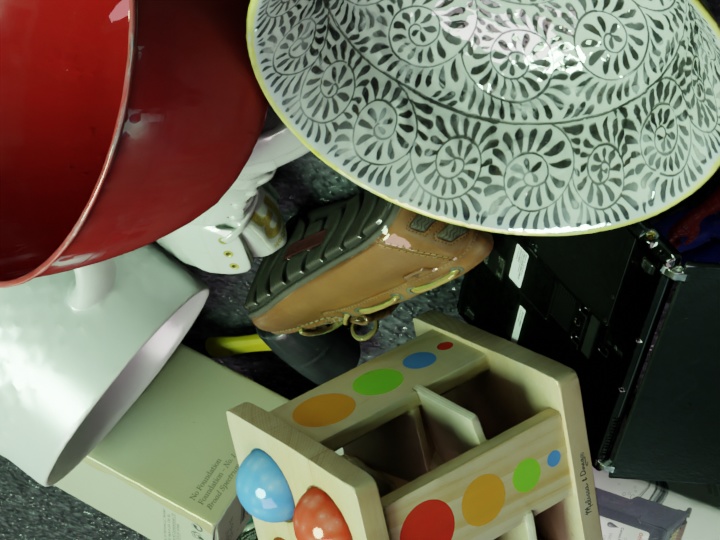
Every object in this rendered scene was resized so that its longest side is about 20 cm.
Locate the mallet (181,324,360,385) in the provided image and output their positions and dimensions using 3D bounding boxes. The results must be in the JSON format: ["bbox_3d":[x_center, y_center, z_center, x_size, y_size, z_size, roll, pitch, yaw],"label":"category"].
[{"bbox_3d":[-0.083,0.054,1.049,0.066,0.041,0.200,37,148,-31],"label":"mallet"}]

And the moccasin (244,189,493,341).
[{"bbox_3d":[0.000,-0.001,0.882,0.078,0.074,0.201,32,147,-20],"label":"moccasin"}]

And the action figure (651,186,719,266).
[{"bbox_3d":[0.181,-0.015,0.805,0.065,0.052,0.200,41,139,-25],"label":"action figure"}]

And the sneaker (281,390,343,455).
[{"bbox_3d":[-0.006,0.146,1.124,0.106,0.075,0.200,0,136,34],"label":"sneaker"}]

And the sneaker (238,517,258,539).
[{"bbox_3d":[-0.061,0.187,1.111,0.071,0.200,0.080,-32,140,2],"label":"sneaker"}]

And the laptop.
[{"bbox_3d":[0.154,0.014,0.804,0.200,0.103,0.177,49,151,29],"label":"laptop"}]

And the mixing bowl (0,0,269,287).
[{"bbox_3d":[-0.111,-0.089,0.722,0.108,0.201,0.200,5,161,-40],"label":"mixing bowl"}]

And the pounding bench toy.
[{"bbox_3d":[0.030,0.153,0.858,0.124,0.156,0.201,23,132,53],"label":"pounding bench toy"}]

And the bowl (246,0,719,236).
[{"bbox_3d":[0.061,-0.110,0.667,0.200,0.094,0.201,12,148,8],"label":"bowl"}]

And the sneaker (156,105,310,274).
[{"bbox_3d":[-0.062,-0.054,0.840,0.200,0.074,0.116,-4,145,46],"label":"sneaker"}]

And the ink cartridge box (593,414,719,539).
[{"bbox_3d":[0.134,0.164,1.007,0.199,0.084,0.145,21,113,-6],"label":"ink cartridge box"}]

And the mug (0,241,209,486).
[{"bbox_3d":[-0.192,0.001,0.899,0.175,0.148,0.200,38,150,3],"label":"mug"}]

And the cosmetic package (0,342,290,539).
[{"bbox_3d":[-0.151,0.093,1.027,0.200,0.104,0.073,26,147,11],"label":"cosmetic package"}]
